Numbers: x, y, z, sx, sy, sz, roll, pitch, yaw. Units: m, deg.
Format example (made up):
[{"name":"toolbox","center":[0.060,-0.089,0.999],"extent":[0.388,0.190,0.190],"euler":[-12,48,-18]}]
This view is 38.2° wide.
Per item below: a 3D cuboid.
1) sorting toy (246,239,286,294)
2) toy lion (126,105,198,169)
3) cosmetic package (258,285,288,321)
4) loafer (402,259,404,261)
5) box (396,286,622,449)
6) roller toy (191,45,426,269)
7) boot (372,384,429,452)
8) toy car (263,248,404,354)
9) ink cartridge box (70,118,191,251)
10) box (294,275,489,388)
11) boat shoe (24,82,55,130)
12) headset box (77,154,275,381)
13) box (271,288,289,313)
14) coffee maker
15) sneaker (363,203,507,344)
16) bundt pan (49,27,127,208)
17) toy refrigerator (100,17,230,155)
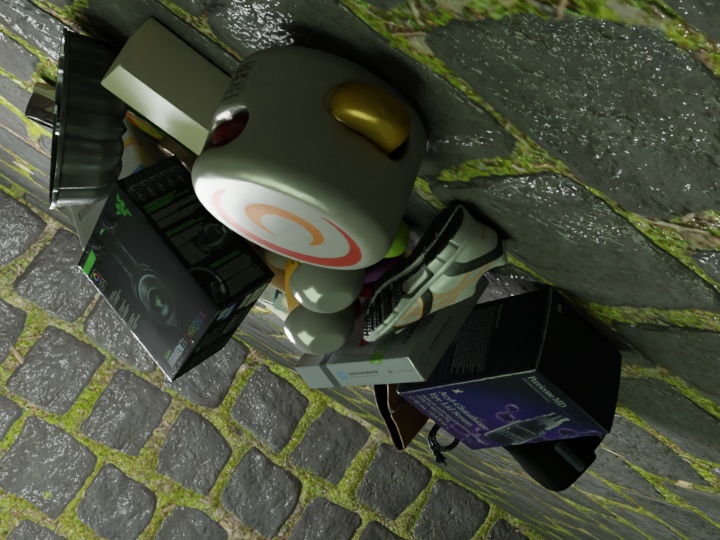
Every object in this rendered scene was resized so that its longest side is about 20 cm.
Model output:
[{"name":"sorting toy","center":[-0.145,-0.048,1.317],"extent":[0.200,0.037,0.185],"euler":[47,-172,38]},{"name":"toy lion","center":[-0.210,-0.152,1.293],"extent":[0.200,0.069,0.191],"euler":[40,172,-38]},{"name":"cosmetic package","center":[-0.061,0.057,1.636],"extent":[0.071,0.106,0.200],"euler":[18,164,41]},{"name":"loafer","center":[0.000,0.000,1.358],"extent":[0.199,0.072,0.063],"euler":[22,173,24]},{"name":"box","center":[0.167,0.115,1.167],"extent":[0.199,0.105,0.148],"euler":[-17,135,43]},{"name":"roller toy","center":[-0.041,-0.099,0.889],"extent":[0.181,0.141,0.200],"euler":[16,162,15]},{"name":"boot","center":[0.107,0.174,1.354],"extent":[0.068,0.200,0.190],"euler":[-3,114,35]},{"name":"toy car","center":[-0.023,-0.017,1.167],"extent":[0.149,0.176,0.201],"euler":[-8,146,-15]},{"name":"ink cartridge box","center":[-0.299,-0.102,1.384],"extent":[0.125,0.128,0.201],"euler":[35,-162,-42]},{"name":"box","center":[0.033,0.065,1.195],"extent":[0.199,0.156,0.041],"euler":[-9,125,48]},{"name":"boat shoe","center":[-0.423,-0.203,1.566],"extent":[0.072,0.065,0.200],"euler":[18,163,41]},{"name":"headset box","center":[-0.220,-0.006,1.198],"extent":[0.200,0.093,0.174],"euler":[50,138,8]},{"name":"box","center":[-0.017,0.038,1.415],"extent":[0.199,0.083,0.049],"euler":[18,-155,13]},{"name":"coffee maker","center":[0.207,0.198,1.357],"extent":[0.200,0.191,0.135],"euler":[45,-158,-43]},{"name":"sneaker","center":[0.073,0.020,1.066],"extent":[0.080,0.074,0.200],"euler":[25,133,-23]},{"name":"bundt pan","center":[-0.308,-0.167,1.182],"extent":[0.075,0.204,0.202],"euler":[4,177,-20]},{"name":"toy refrigerator","center":[-0.159,-0.168,1.075],"extent":[0.199,0.070,0.076],"euler":[35,160,-21]}]
